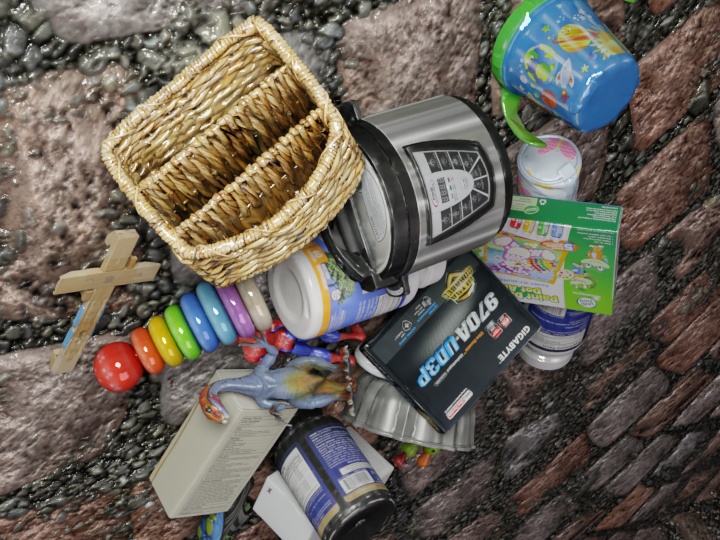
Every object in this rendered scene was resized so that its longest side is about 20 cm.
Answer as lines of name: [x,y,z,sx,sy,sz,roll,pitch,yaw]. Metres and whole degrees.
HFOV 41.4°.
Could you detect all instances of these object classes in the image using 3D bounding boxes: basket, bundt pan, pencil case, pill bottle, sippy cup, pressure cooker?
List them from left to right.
basket: [-0.109,-0.097,0.872,0.199,0.143,0.149,-38,147,-3]
pill bottle: [-0.049,0.272,1.304,0.111,0.200,0.113,-25,144,-20]
pill bottle: [0.000,0.000,1.119,0.198,0.112,0.113,-18,141,-30]
pressure cooker: [0.040,-0.080,1.009,0.198,0.176,0.180,-19,143,-27]
bundt pan: [0.075,0.194,1.364,0.201,0.200,0.077,15,89,-51]
pencil case: [0.255,-0.090,1.284,0.082,0.091,0.201,-22,143,-4]
pill bottle: [0.304,0.059,1.483,0.115,0.116,0.201,-24,144,-22]
sippy cup: [0.238,-0.229,1.072,0.139,0.131,0.179,-29,145,-17]

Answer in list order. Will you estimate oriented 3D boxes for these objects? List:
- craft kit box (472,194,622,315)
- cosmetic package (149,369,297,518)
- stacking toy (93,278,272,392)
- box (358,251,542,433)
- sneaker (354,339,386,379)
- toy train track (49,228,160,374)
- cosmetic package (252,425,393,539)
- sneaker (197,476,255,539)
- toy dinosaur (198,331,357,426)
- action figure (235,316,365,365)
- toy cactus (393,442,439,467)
craft kit box: [0.245,-0.022,1.279,0.198,0.197,0.049,69,34,-56]
cosmetic package: [-0.179,0.225,1.237,0.103,0.073,0.201,8,124,-48]
stacking toy: [-0.200,0.067,1.041,0.198,0.086,0.086,-27,145,-9]
box: [0.120,0.090,1.271,0.200,0.159,0.046,-45,-178,-14]
sneaker: [0.085,0.077,1.328,0.199,0.080,0.132,-5,130,-45]
toy train track: [-0.274,0.027,0.959,0.114,0.033,0.201,-9,142,-48]
cosmetic package: [-0.052,0.320,1.406,0.199,0.101,0.072,-22,145,-51]
sneaker: [-0.191,0.366,1.391,0.082,0.071,0.201,-9,133,-29]
toy dinosaur: [-0.098,0.153,1.153,0.179,0.106,0.201,-9,153,3]
action figure: [-0.087,0.086,1.191,0.198,0.052,0.066,6,120,-42]
toy cactus: [0.129,0.226,1.547,0.164,0.102,0.202,-28,147,-52]
